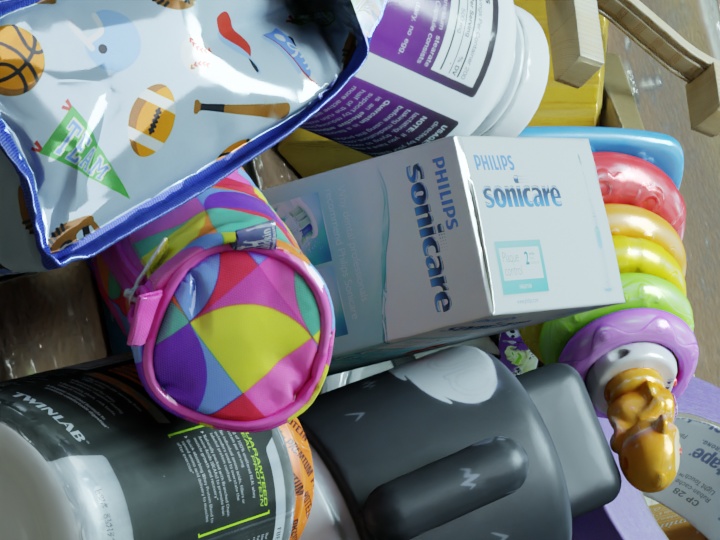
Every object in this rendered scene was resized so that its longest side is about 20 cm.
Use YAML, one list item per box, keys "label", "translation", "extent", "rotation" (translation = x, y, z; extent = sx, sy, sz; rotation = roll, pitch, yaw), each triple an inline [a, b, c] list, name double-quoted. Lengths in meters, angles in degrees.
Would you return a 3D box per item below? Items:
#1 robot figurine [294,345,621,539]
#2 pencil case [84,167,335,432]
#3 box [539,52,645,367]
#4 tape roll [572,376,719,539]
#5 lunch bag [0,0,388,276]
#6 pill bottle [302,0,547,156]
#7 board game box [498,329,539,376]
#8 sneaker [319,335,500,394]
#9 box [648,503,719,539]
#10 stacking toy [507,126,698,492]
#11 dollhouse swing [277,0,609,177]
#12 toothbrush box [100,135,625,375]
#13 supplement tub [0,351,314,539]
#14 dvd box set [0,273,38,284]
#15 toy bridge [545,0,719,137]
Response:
- label: "robot figurine"
  translation: [0.019, 0.111, 1.308]
  extent: [0.125, 0.200, 0.150]
  rotation: [50, -29, 41]
- label: "pencil case"
  translation: [-0.068, -0.002, 1.160]
  extent: [0.088, 0.088, 0.200]
  rotation: [64, -5, -20]
- label: "box"
  translation: [0.125, -0.025, 1.580]
  extent: [0.200, 0.021, 0.164]
  rotation: [-85, -173, -73]
- label: "tape roll"
  translation: [0.177, 0.146, 1.463]
  extent: [0.200, 0.066, 0.200]
  rotation: [28, 34, -21]
- label: "lunch bag"
  translation: [-0.109, -0.082, 1.127]
  extent: [0.200, 0.170, 0.124]
  rotation: [-29, 105, -35]
- label: "pill bottle"
  translation: [-0.006, -0.119, 1.334]
  extent: [0.200, 0.112, 0.113]
  rotation: [20, 58, -42]
- label: "board game box"
  translation: [0.066, 0.123, 1.489]
  extent: [0.200, 0.032, 0.120]
  rotation: [-73, 170, -46]
- label: "sneaker"
  translation: [0.042, 0.037, 1.481]
  extent: [0.200, 0.080, 0.074]
  rotation: [-59, 154, -51]
- label: "box"
  translation: [0.150, 0.212, 1.559]
  extent: [0.098, 0.124, 0.200]
  rotation: [67, 29, -13]
- label: "stacking toy"
  translation: [0.123, 0.029, 1.377]
  extent: [0.110, 0.116, 0.200]
  rotation: [3, 42, -17]
- label: "dollhouse swing"
  translation: [0.029, -0.161, 1.495]
  extent: [0.176, 0.181, 0.200]
  rotation: [73, 21, -50]
- label: "toothbrush box"
  translation: [0.000, 0.000, 1.312]
  extent: [0.146, 0.200, 0.085]
  rotation: [-3, 78, -62]
- label: "supplement tub"
  translation: [-0.107, 0.098, 1.153]
  extent: [0.200, 0.122, 0.123]
  rotation: [-11, 86, -62]
- label: "dvd box set"
  translation: [-0.145, -0.103, 1.278]
  extent: [0.147, 0.029, 0.200]
  rotation: [64, 29, -19]
- label: "toy bridge"
  translation: [0.111, -0.129, 1.490]
  extent: [0.200, 0.027, 0.067]
  rotation: [17, 52, -26]
